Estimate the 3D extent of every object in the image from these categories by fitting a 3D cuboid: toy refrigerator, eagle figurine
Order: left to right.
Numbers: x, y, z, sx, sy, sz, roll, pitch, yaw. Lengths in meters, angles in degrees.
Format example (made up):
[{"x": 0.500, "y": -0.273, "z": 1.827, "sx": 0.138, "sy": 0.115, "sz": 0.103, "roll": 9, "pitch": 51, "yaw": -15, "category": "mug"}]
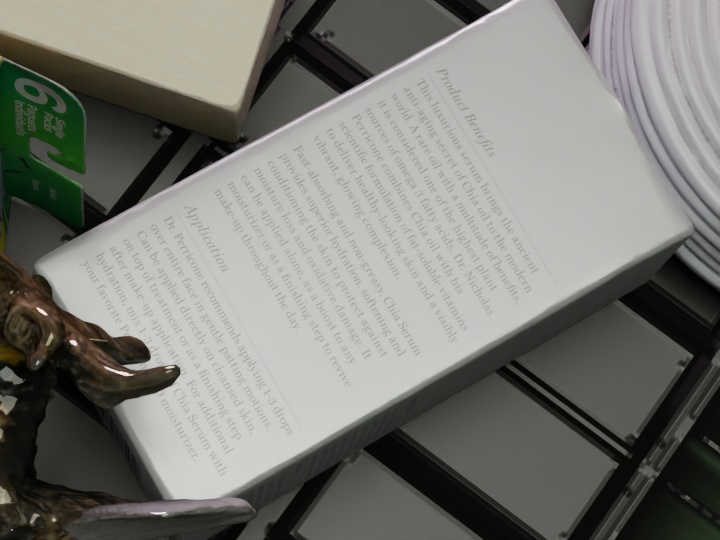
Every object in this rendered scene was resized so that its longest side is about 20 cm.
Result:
[{"x": -0.147, "y": 0.086, "z": 0.666, "sx": 0.152, "sy": 0.151, "sz": 0.201, "roll": 37, "pitch": 83, "yaw": -41, "category": "eagle figurine"}, {"x": -0.125, "y": -0.114, "z": 0.783, "sx": 0.199, "sy": 0.070, "sz": 0.076, "roll": 18, "pitch": 82, "yaw": -1, "category": "toy refrigerator"}]

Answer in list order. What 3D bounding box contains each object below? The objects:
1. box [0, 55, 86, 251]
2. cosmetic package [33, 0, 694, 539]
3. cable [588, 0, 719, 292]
[{"x": -0.189, "y": -0.038, "z": 0.730, "sx": 0.198, "sy": 0.117, "sz": 0.049, "roll": 7, "pitch": 69, "yaw": -4, "category": "box"}, {"x": 0.000, "y": 0.000, "z": 0.764, "sx": 0.199, "sy": 0.071, "sz": 0.102, "roll": -29, "pitch": 80, "yaw": -11, "category": "cosmetic package"}, {"x": 0.181, "y": -0.074, "z": 0.803, "sx": 0.199, "sy": 0.069, "sz": 0.201, "roll": 23, "pitch": 75, "yaw": 0, "category": "cable"}]
